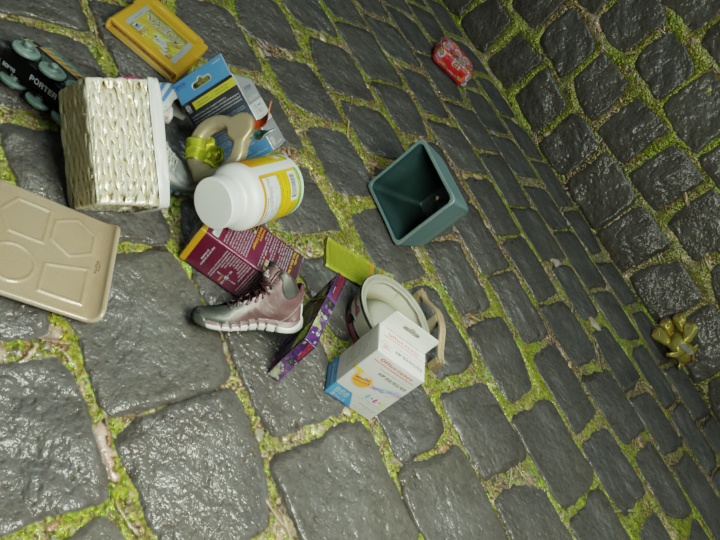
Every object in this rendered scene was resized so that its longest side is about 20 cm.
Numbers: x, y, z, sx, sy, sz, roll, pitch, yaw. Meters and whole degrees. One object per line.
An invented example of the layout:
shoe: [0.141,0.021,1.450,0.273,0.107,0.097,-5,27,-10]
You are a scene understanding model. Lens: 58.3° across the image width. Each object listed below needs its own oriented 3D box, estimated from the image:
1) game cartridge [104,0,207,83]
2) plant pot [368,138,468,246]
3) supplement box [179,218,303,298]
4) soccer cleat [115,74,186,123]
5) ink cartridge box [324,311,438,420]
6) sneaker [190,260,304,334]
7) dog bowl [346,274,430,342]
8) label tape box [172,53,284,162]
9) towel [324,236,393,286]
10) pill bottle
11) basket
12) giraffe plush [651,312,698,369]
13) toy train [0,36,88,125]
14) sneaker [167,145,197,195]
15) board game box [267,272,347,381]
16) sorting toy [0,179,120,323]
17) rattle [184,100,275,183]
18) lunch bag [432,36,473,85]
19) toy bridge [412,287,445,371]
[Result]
game cartridge: [-0.438,-0.515,1.416,0.175,0.032,0.202,39,36,-18]
plant pot: [0.174,-0.182,1.696,0.198,0.194,0.200,15,45,-55]
supplement box: [-0.210,-0.024,1.163,0.198,0.085,0.112,37,34,-19]
soccer cleat: [-0.406,-0.320,1.229,0.087,0.070,0.199,53,33,6]
ink cartridge box: [0.038,0.174,1.164,0.114,0.200,0.069,34,36,-20]
sneaker: [-0.181,0.039,1.078,0.195,0.119,0.075,4,14,-32]
dog bowl: [0.054,0.113,1.359,0.198,0.074,0.203,32,37,-27]
label tape box: [-0.260,-0.310,1.280,0.203,0.141,0.066,61,30,-16]
towel: [0.000,0.000,1.455,0.197,0.018,0.088,30,38,-29]
pill bottle: [-0.191,-0.133,1.112,0.112,0.111,0.199,52,31,5]
basket: [-0.387,-0.193,1.010,0.121,0.133,0.207,-7,94,-44]
giraffe plush: [1.295,0.301,2.607,0.162,0.170,0.203,44,25,-39]
toy train: [-0.509,-0.314,1.088,0.198,0.086,0.114,37,21,-4]
sneaker: [-0.367,-0.212,1.159,0.198,0.086,0.076,31,35,-30]
board game box: [-0.092,0.098,1.157,0.032,0.119,0.201,43,34,-13]
sorting toy: [-0.455,-0.025,0.923,0.196,0.036,0.189,21,43,-31]
rattle: [-0.217,-0.224,1.205,0.143,0.197,0.132,50,14,-52]
lunch bag: [0.390,-0.873,2.709,0.198,0.082,0.178,37,36,-20]
toy bridge: [0.162,0.124,1.483,0.027,0.067,0.204,19,45,-36]
